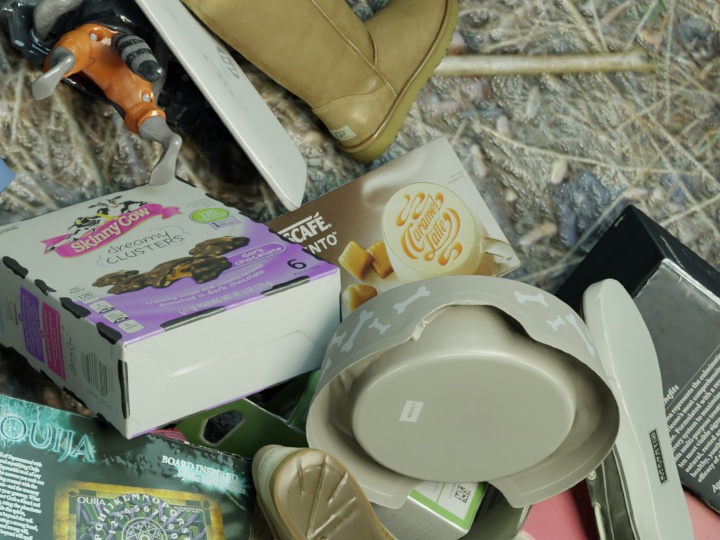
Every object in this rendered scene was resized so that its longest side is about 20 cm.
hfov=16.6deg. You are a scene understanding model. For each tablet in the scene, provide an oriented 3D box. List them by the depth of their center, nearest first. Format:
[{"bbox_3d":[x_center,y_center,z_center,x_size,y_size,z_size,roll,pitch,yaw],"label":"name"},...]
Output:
[{"bbox_3d":[-0.099,-0.138,1.733,0.200,0.014,0.130,55,11,-14],"label":"tablet"}]

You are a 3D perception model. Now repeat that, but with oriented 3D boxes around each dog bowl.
[{"bbox_3d":[0.064,0.078,1.577,0.199,0.200,0.059,17,47,-20],"label":"dog bowl"}]

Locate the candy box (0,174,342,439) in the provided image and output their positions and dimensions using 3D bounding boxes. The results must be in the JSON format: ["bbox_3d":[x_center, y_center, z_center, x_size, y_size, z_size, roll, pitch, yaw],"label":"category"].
[{"bbox_3d":[-0.136,0.018,1.620,0.167,0.200,0.072,-19,121,-32],"label":"candy box"}]

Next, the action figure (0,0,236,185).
[{"bbox_3d":[-0.149,-0.146,1.725,0.199,0.105,0.194,24,32,-22],"label":"action figure"}]

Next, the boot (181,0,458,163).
[{"bbox_3d":[-0.024,-0.201,1.804,0.200,0.066,0.176,44,54,-32],"label":"boot"}]

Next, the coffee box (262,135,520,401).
[{"bbox_3d":[0.000,0.000,1.764,0.199,0.080,0.115,-26,82,-33],"label":"coffee box"}]

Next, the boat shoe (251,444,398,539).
[{"bbox_3d":[-0.006,0.195,1.594,0.072,0.065,0.200,-39,110,-17],"label":"boat shoe"}]

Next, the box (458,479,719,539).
[{"bbox_3d":[0.177,0.211,1.736,0.200,0.128,0.109,34,57,-12],"label":"box"}]

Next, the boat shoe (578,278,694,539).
[{"bbox_3d":[0.166,0.108,1.640,0.071,0.063,0.201,-7,84,-59],"label":"boat shoe"}]

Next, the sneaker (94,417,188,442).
[{"bbox_3d":[-0.200,0.128,1.617,0.199,0.081,0.075,15,34,-21],"label":"sneaker"}]

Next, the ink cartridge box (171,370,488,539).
[{"bbox_3d":[-0.021,0.123,1.686,0.199,0.104,0.059,31,58,-12],"label":"ink cartridge box"}]

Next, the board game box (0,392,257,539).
[{"bbox_3d":[-0.166,0.161,1.547,0.199,0.028,0.136,17,67,-20],"label":"board game box"}]

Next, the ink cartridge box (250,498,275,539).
[{"bbox_3d":[-0.053,0.250,1.633,0.164,0.075,0.200,37,57,-11],"label":"ink cartridge box"}]

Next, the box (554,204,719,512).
[{"bbox_3d":[0.243,0.072,1.775,0.196,0.200,0.124,39,99,-8],"label":"box"}]

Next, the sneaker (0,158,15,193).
[{"bbox_3d":[-0.320,-0.039,1.621,0.200,0.070,0.078,-35,94,-33],"label":"sneaker"}]
